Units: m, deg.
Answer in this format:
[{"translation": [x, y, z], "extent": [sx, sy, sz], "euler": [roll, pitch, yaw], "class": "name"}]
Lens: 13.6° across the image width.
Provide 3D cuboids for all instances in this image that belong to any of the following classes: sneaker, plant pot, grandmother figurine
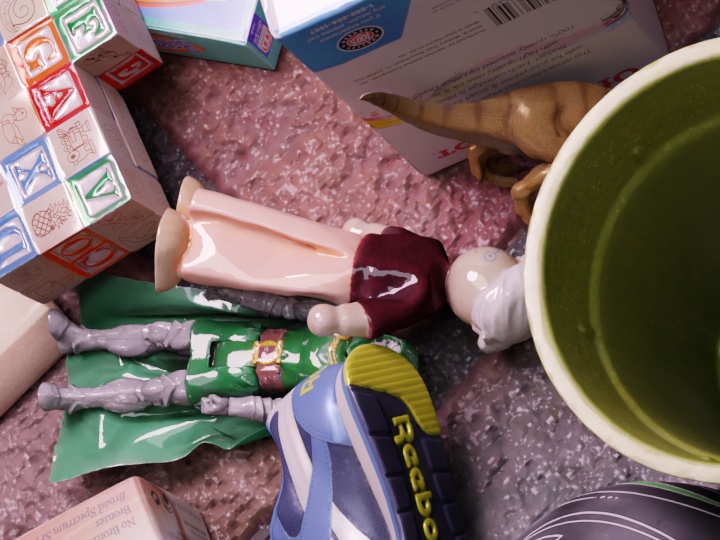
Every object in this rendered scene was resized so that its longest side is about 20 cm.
[{"translation": [0.006, 0.141, 1.471], "extent": [0.082, 0.074, 0.201], "euler": [-19, 77, 35], "class": "sneaker"}, {"translation": [0.197, 0.018, 1.365], "extent": [0.199, 0.190, 0.201], "euler": [-6, 72, 20], "class": "plant pot"}, {"translation": [0.000, 0.000, 1.503], "extent": [0.199, 0.061, 0.122], "euler": [9, 37, 7], "class": "grandmother figurine"}]

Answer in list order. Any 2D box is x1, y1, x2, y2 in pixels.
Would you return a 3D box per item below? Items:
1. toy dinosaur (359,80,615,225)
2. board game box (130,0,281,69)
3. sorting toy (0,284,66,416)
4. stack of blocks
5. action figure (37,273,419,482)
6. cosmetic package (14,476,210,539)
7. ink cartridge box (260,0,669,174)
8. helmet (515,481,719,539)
[{"translation": [0.079, -0.071, 1.482], "extent": [0.199, 0.106, 0.061], "euler": [-3, 50, -17], "class": "toy dinosaur"}, {"translation": [-0.093, -0.219, 1.639], "extent": [0.151, 0.045, 0.201], "euler": [12, 79, 24], "class": "board game box"}, {"translation": [-0.279, 0.025, 1.628], "extent": [0.185, 0.036, 0.200], "euler": [-44, 80, 5], "class": "sorting toy"}, {"translation": [-0.167, -0.099, 1.579], "extent": [0.115, 0.059, 0.201], "euler": [-30, 67, 13], "class": "stack of blocks"}, {"translation": [-0.065, 0.047, 1.543], "extent": [0.199, 0.055, 0.119], "euler": [-3, 70, 17], "class": "action figure"}, {"translation": [-0.102, 0.217, 1.483], "extent": [0.103, 0.087, 0.201], "euler": [-29, 65, 10], "class": "cosmetic package"}, {"translation": [0.042, -0.165, 1.480], "extent": [0.146, 0.200, 0.147], "euler": [-23, 65, 14], "class": "ink cartridge box"}, {"translation": [0.137, 0.186, 1.349], "extent": [0.190, 0.200, 0.201], "euler": [18, 81, 9], "class": "helmet"}]
